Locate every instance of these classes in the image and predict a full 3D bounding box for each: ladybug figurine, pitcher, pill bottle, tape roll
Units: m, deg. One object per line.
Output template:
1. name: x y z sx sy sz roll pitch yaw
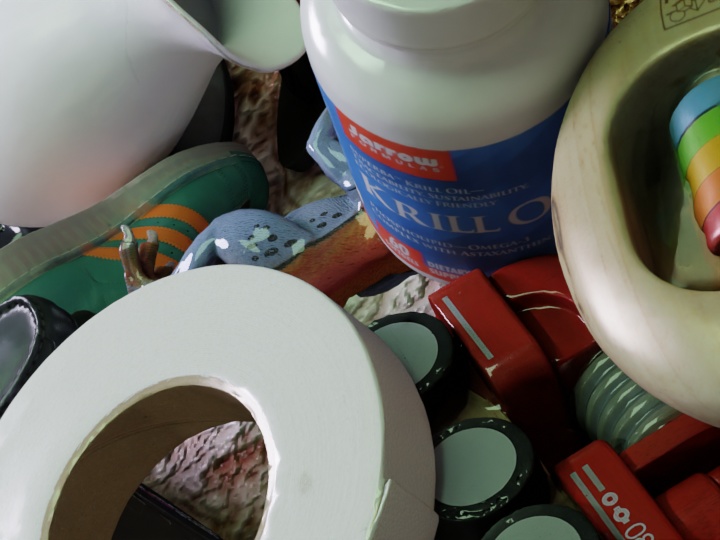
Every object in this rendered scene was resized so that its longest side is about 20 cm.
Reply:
1. ladybug figurine: 0.134 -0.022 0.867 0.136 0.072 0.200 -21 45 17
2. pitcher: -0.128 -0.123 1.220 0.200 0.121 0.172 -33 64 40
3. pill bottle: 0.038 -0.080 0.965 0.112 0.200 0.112 -4 65 9
4. tape roll: -0.064 0.093 0.946 0.203 0.037 0.203 -19 53 27

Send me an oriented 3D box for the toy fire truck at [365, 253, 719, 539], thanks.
1. toy fire truck: 0.111 0.045 0.950 0.200 0.129 0.176 -30 44 -5

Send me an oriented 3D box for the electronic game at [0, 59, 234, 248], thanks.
1. electronic game: -0.149 -0.050 1.333 0.200 0.042 0.200 -18 52 25

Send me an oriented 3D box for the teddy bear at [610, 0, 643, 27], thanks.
1. teddy bear: 0.109 -0.187 1.132 0.145 0.067 0.200 19 62 4

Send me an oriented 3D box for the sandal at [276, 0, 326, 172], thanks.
1. sandal: -0.024 -0.146 1.220 0.075 0.045 0.200 -142 59 -63

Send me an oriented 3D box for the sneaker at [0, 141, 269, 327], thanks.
1. sneaker: -0.099 0.009 1.178 0.200 0.080 0.071 -33 -14 -45

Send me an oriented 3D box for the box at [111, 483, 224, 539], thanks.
1. box: -0.147 0.143 1.108 0.200 0.124 0.149 24 79 53

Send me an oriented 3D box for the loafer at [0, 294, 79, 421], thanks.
1. loafer: -0.188 0.088 1.034 0.201 0.070 0.068 -50 38 0

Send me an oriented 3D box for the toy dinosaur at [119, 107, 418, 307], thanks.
1. toy dinosaur: 0.000 0.000 1.091 0.181 0.105 0.200 -9 50 29
